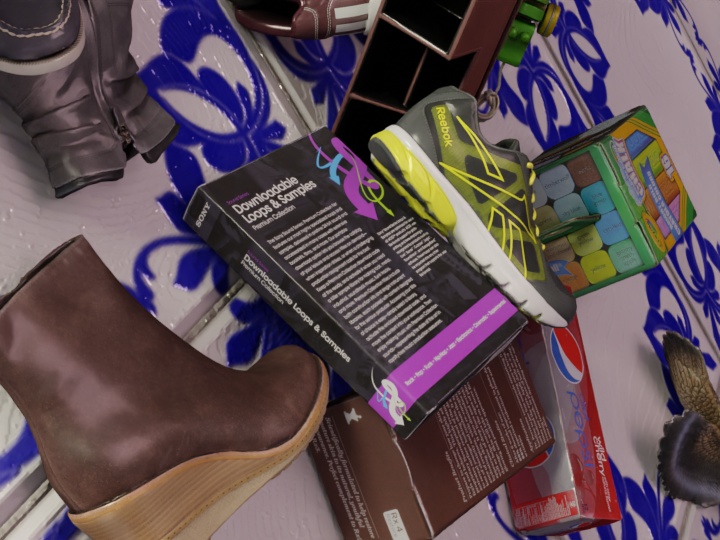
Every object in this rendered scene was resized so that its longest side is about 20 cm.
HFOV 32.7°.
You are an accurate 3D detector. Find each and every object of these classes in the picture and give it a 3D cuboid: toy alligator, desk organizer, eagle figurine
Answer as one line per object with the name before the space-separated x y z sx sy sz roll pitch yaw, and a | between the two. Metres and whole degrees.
toy alligator | 0.147 -0.228 1.103 0.059 0.201 0.054 21 5 -3
desk organizer | 0.045 -0.145 0.876 0.071 0.201 0.077 35 33 19
eagle figurine | 0.370 0.167 1.243 0.199 0.152 0.152 23 2 -9

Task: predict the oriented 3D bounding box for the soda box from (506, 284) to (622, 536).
soda box | 0.149 0.110 0.994 0.070 0.063 0.202 16 59 -49

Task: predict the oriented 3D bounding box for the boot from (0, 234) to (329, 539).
boot | -0.104 0.049 0.664 0.167 0.072 0.200 60 37 -14

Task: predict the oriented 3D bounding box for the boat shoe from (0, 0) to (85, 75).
boat shoe | -0.198 -0.181 0.617 0.072 0.063 0.201 -22 62 -23

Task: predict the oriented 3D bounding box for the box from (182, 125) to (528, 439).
box | 0.000 0.000 0.794 0.200 0.036 0.143 45 39 10

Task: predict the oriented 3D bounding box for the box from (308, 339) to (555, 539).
box | 0.053 0.112 0.850 0.200 0.075 0.101 -17 85 -58

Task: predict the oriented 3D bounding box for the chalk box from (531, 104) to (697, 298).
chalk box | 0.207 -0.052 1.119 0.200 0.124 0.125 -36 100 -55

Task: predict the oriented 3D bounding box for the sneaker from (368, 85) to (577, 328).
sneaker | 0.096 -0.042 0.845 0.200 0.085 0.074 46 -4 -22

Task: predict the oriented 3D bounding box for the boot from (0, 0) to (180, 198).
boot | -0.148 -0.133 0.727 0.132 0.069 0.200 56 47 -17

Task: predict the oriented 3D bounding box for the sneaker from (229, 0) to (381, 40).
sneaker | -0.061 -0.242 0.906 0.115 0.076 0.201 -17 53 -20
